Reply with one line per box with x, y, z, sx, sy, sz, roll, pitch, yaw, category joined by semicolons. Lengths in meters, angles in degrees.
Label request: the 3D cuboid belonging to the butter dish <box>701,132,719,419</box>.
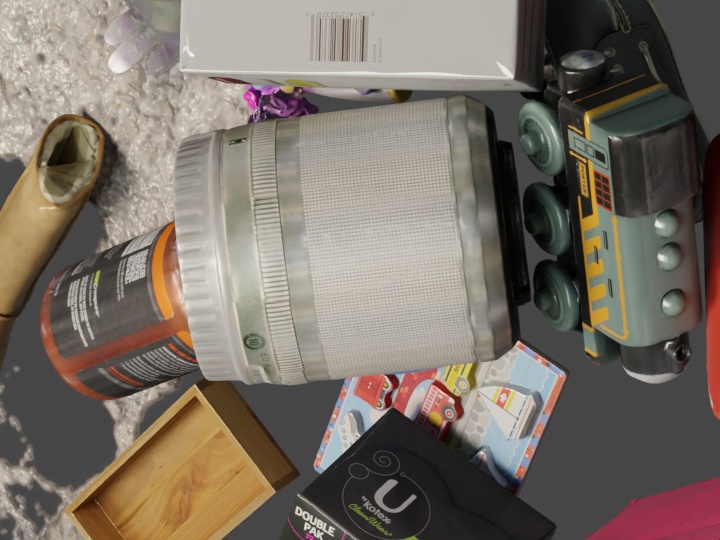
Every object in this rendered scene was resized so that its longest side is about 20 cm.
0.306;-0.010;1.587;0.200;0.148;0.200;-30;47;44;butter dish

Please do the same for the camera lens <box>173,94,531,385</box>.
-0.002;-0.016;1.646;0.199;0.160;0.161;-7;109;4;camera lens

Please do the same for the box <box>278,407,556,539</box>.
0.019;0.227;1.899;0.148;0.124;0.200;36;134;14;box

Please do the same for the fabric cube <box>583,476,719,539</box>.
0.221;0.250;1.710;0.199;0.200;0.197;-23;96;51;fabric cube

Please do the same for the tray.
-0.136;0.167;2.068;0.099;0.037;0.200;52;132;6;tray

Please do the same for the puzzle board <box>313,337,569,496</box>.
0.051;0.106;1.909;0.151;0.017;0.200;35;128;20;puzzle board

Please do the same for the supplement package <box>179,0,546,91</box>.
0.005;-0.186;1.611;0.199;0.111;0.156;2;91;13;supplement package

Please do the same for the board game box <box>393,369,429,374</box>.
0.000;0.000;1.822;0.199;0.039;0.158;22;143;-19;board game box

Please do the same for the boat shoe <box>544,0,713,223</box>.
0.159;-0.115;1.685;0.073;0.062;0.200;-29;94;24;boat shoe

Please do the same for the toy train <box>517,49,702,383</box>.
0.152;-0.029;1.617;0.114;0.085;0.201;36;140;54;toy train

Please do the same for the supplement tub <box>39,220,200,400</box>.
-0.129;0.021;1.948;0.200;0.107;0.107;-20;97;41;supplement tub

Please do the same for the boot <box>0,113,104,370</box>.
-0.260;0.005;2.010;0.066;0.176;0.200;22;134;-16;boot

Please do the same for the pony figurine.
-0.046;-0.134;1.762;0.199;0.193;0.167;-6;116;36;pony figurine

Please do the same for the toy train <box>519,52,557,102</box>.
0.163;-0.049;1.744;0.046;0.034;0.201;-26;92;29;toy train
